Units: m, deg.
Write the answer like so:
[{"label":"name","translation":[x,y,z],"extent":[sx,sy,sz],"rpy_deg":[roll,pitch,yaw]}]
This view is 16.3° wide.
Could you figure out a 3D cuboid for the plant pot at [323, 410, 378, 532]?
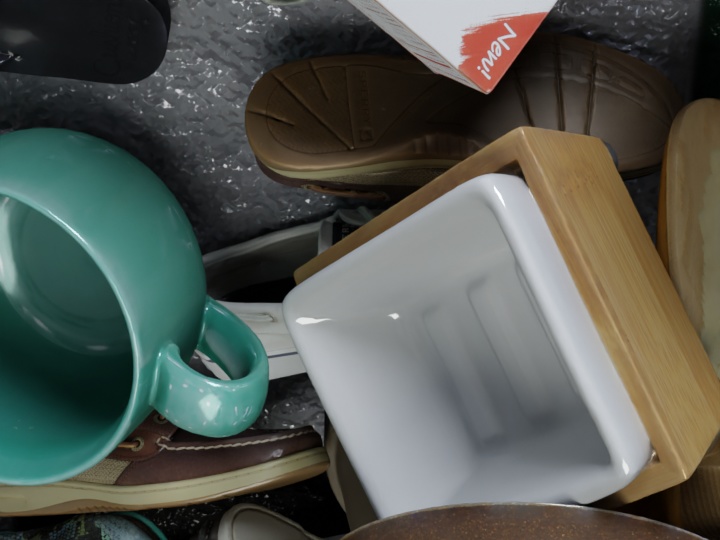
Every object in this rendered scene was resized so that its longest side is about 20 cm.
[{"label":"plant pot","translation":[0.074,0.133,1.265],"extent":[0.199,0.174,0.200],"rpy_deg":[3,134,3]}]

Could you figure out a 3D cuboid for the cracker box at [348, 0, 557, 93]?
[{"label":"cracker box","translation":[0.013,-0.184,1.012],"extent":[0.200,0.058,0.134],"rpy_deg":[37,87,-27]}]

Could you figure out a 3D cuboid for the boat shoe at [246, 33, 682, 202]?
[{"label":"boat shoe","translation":[0.048,-0.061,1.161],"extent":[0.199,0.072,0.072],"rpy_deg":[-4,159,-1]}]

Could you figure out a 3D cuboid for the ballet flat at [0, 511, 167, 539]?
[{"label":"ballet flat","translation":[-0.177,0.175,1.351],"extent":[0.074,0.074,0.200],"rpy_deg":[30,149,-22]}]

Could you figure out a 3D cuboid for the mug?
[{"label":"mug","translation":[-0.140,0.022,1.192],"extent":[0.152,0.114,0.185],"rpy_deg":[-38,95,29]}]

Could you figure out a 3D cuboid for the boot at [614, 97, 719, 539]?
[{"label":"boot","translation":[0.129,0.028,1.136],"extent":[0.071,0.202,0.144],"rpy_deg":[-11,-177,-33]}]

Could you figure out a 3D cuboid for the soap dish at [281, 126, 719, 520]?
[{"label":"soap dish","translation":[0.062,0.036,1.096],"extent":[0.200,0.081,0.158],"rpy_deg":[-31,83,55]}]

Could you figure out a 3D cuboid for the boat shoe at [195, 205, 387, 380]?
[{"label":"boat shoe","translation":[0.000,0.000,1.222],"extent":[0.199,0.072,0.066],"rpy_deg":[-10,136,24]}]

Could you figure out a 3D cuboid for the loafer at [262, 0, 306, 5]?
[{"label":"loafer","translation":[-0.071,-0.183,1.054],"extent":[0.070,0.070,0.200],"rpy_deg":[-21,128,22]}]

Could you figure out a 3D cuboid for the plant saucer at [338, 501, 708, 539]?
[{"label":"plant saucer","translation":[0.078,0.157,1.105],"extent":[0.199,0.035,0.200],"rpy_deg":[5,152,3]}]

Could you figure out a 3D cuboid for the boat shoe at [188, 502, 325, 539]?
[{"label":"boat shoe","translation":[-0.014,0.184,1.341],"extent":[0.200,0.067,0.057],"rpy_deg":[32,133,-29]}]

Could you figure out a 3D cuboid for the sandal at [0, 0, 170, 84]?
[{"label":"sandal","translation":[-0.188,-0.114,1.145],"extent":[0.199,0.043,0.076],"rpy_deg":[1,133,4]}]

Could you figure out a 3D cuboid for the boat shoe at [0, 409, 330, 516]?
[{"label":"boat shoe","translation":[-0.112,0.086,1.301],"extent":[0.199,0.072,0.072],"rpy_deg":[-6,88,27]}]

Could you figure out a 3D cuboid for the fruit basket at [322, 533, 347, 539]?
[{"label":"fruit basket","translation":[-0.055,0.242,1.431],"extent":[0.185,0.094,0.200],"rpy_deg":[-10,128,14]}]
